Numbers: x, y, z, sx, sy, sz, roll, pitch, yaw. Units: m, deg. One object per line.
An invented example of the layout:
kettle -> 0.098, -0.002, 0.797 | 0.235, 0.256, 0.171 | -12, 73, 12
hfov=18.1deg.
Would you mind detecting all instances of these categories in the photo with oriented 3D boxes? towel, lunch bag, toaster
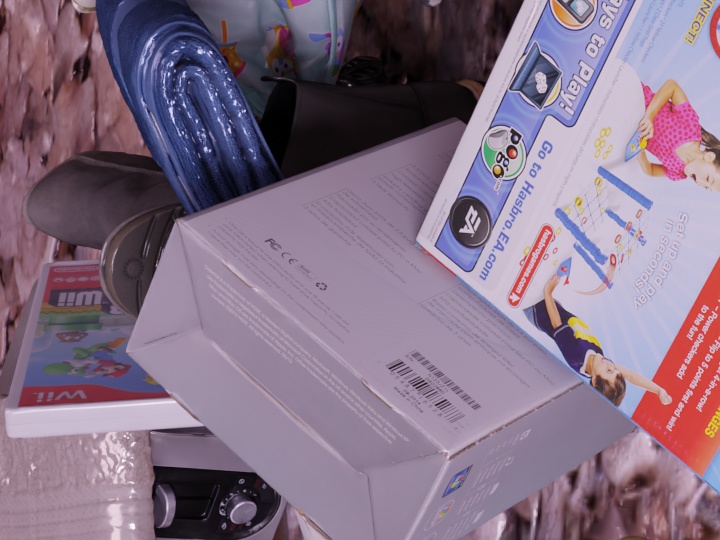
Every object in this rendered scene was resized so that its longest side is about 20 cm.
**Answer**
towel -> -0.085, -0.081, 1.064 | 0.112, 0.048, 0.200 | 65, 176, -21
towel -> -0.170, 0.129, 1.233 | 0.199, 0.034, 0.134 | -12, 82, 53
lunch bag -> -0.051, -0.194, 1.202 | 0.171, 0.121, 0.201 | -77, -27, -57
toaster -> -0.133, 0.109, 1.319 | 0.200, 0.118, 0.182 | 55, 132, 45

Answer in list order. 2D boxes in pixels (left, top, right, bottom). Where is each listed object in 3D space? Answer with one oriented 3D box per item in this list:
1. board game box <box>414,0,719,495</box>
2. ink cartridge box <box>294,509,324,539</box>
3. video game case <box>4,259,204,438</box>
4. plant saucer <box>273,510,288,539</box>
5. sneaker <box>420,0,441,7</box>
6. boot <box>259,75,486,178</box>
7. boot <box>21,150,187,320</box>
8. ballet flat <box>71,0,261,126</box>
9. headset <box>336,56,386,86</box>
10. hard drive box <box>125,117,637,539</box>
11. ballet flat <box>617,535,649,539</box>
board game box -> 0.140, -0.037, 0.879 | 0.196, 0.056, 0.201 | 40, 125, 23
ink cartridge box -> -0.004, 0.119, 1.108 | 0.200, 0.043, 0.175 | -140, 30, -76
video game case -> -0.106, 0.034, 1.191 | 0.200, 0.142, 0.018 | -96, 2, -68
plant saucer -> -0.092, 0.181, 1.399 | 0.200, 0.034, 0.202 | -19, 68, 60
sneaker -> 0.049, -0.207, 1.165 | 0.079, 0.078, 0.201 | -23, 40, 11
boot -> 0.000, 0.000, 1.141 | 0.077, 0.137, 0.202 | 8, 94, 62
boot -> -0.117, -0.025, 1.207 | 0.199, 0.181, 0.073 | 22, 106, 42
ballet flat -> -0.121, -0.144, 1.249 | 0.201, 0.070, 0.071 | 54, 138, 13
headset -> -0.043, -0.050, 1.328 | 0.201, 0.093, 0.124 | 104, 150, -50
hard drive box -> 0.027, 0.026, 0.971 | 0.156, 0.199, 0.077 | 41, 127, 22
ballet flat -> 0.095, 0.202, 1.031 | 0.063, 0.068, 0.201 | -76, 12, -56
